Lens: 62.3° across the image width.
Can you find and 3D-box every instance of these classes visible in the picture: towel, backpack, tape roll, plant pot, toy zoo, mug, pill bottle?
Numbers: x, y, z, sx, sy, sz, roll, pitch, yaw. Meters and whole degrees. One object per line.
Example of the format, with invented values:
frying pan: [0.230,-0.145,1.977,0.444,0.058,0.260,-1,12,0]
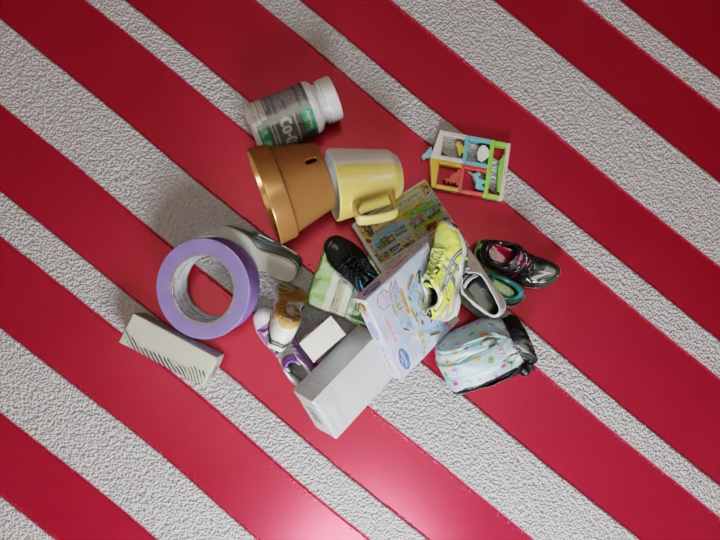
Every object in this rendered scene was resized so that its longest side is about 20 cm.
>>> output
towel: [-0.009,0.038,1.306,0.196,0.031,0.152,20,82,1]
backpack: [0.257,0.173,1.251,0.197,0.167,0.129,-24,92,10]
tape roll: [-0.313,0.034,1.236,0.195,0.085,0.205,0,96,5]
plant pot: [-0.137,-0.176,1.231,0.137,0.200,0.204,-22,87,-10]
toy zoo: [0.233,-0.238,1.342,0.195,0.020,0.135,9,85,-2]
mug: [0.014,-0.175,1.267,0.149,0.150,0.191,-10,79,-13]
pill bottle: [-0.144,-0.335,1.281,0.196,0.113,0.115,-24,87,-4]

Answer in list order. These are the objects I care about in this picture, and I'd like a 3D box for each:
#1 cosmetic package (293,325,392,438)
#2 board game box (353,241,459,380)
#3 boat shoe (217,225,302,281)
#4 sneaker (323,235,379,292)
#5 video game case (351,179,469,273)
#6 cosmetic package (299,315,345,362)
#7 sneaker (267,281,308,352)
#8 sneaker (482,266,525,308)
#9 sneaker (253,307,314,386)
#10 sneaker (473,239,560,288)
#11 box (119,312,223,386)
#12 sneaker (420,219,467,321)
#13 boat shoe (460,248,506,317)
cosmetic package: [-0.026,0.223,1.214,0.199,0.080,0.114,-42,119,-26]
board game box: [0.100,0.081,1.219,0.199,0.041,0.203,-39,117,-29]
boat shoe: [-0.216,-0.045,1.289,0.197,0.062,0.074,27,126,8]
sneaker: [0.000,0.000,1.255,0.073,0.082,0.200,-43,86,-6]
video game case: [0.109,-0.074,1.303,0.198,0.023,0.184,-31,78,-7]
cosmetic package: [-0.078,0.133,1.204,0.082,0.200,0.051,-42,89,-6]
sneaker: [-0.159,0.092,1.217,0.074,0.201,0.089,24,109,-6]
sneaker: [0.263,0.020,1.291,0.196,0.080,0.079,18,83,7]
sneaker: [-0.156,0.159,1.241,0.072,0.114,0.202,-38,87,-4]
sneaker: [0.344,-0.014,1.299,0.195,0.084,0.079,17,85,-2]
box: [-0.391,0.163,1.243,0.197,0.082,0.069,27,85,0]
sneaker: [0.163,0.002,1.189,0.075,0.075,0.206,-1,93,-38]
boat shoe: [0.226,0.013,1.227,0.200,0.065,0.074,46,103,12]
